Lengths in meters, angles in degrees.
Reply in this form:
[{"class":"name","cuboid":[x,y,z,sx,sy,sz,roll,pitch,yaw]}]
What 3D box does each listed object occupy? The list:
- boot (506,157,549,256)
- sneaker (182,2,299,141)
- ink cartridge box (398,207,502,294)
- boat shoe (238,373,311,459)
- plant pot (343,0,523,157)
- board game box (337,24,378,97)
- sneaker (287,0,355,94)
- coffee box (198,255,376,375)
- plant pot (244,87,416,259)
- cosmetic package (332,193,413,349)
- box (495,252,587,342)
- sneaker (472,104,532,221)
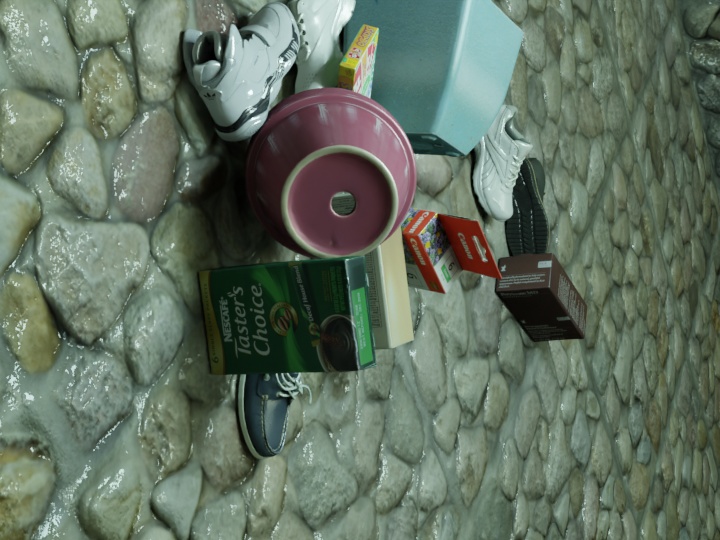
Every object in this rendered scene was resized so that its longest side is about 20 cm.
[{"class":"boot","cuboid":[0.309,-0.109,2.339,0.138,0.077,0.200,-17,102,-67]},{"class":"sneaker","cuboid":[-0.135,-0.255,1.498,0.115,0.075,0.200,57,42,-47]},{"class":"ink cartridge box","cuboid":[0.080,-0.027,1.737,0.050,0.200,0.109,-50,132,-28]},{"class":"boat shoe","cuboid":[-0.096,0.117,1.525,0.075,0.062,0.200,29,60,-60]},{"class":"plant pot","cuboid":[0.090,-0.267,1.827,0.196,0.196,0.200,21,77,-60]},{"class":"board game box","cuboid":[-0.011,-0.207,1.693,0.200,0.030,0.096,101,10,-45]},{"class":"sneaker","cuboid":[-0.065,-0.295,1.668,0.087,0.074,0.200,27,58,-39]},{"class":"coffee box","cuboid":[-0.081,0.051,1.417,0.044,0.200,0.123,-13,98,-56]},{"class":"plant pot","cuboid":[-0.030,-0.096,1.477,0.179,0.200,0.200,-107,-177,-73]},{"class":"cosmetic package","cuboid":[0.000,0.000,1.687,0.071,0.105,0.200,-14,99,-61]},{"class":"box","cuboid":[0.319,0.049,2.296,0.200,0.100,0.075,49,44,-48]},{"class":"sneaker","cuboid":[0.238,-0.180,2.178,0.078,0.099,0.200,-30,112,-60]}]
